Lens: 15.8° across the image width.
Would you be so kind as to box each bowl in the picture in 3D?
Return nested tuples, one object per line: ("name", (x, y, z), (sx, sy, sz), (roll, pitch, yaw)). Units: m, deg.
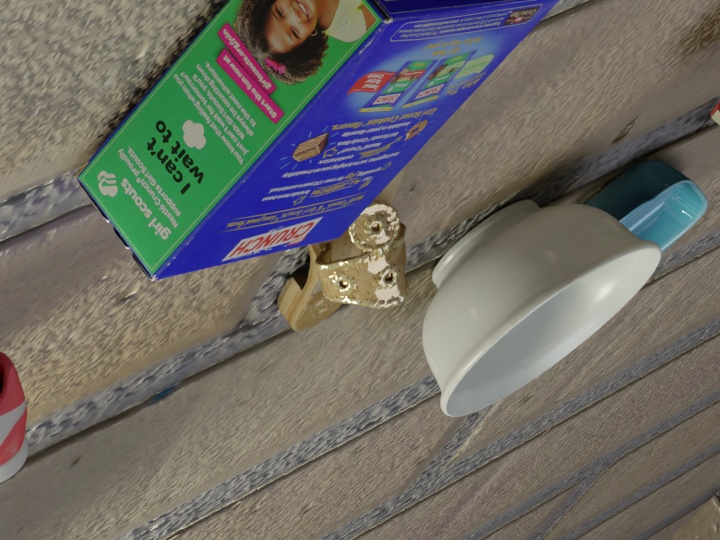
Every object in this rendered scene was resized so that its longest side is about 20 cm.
("bowl", (0.117, 0.012, 1.903), (0.201, 0.090, 0.201), (-33, 165, -10))

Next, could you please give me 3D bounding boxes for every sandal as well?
("sandal", (0.005, -0.003, 1.648), (0.078, 0.070, 0.212), (-30, 163, -26))

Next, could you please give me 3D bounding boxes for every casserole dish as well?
("casserole dish", (0.215, -0.039, 2.077), (0.121, 0.039, 0.200), (-39, 164, 7))

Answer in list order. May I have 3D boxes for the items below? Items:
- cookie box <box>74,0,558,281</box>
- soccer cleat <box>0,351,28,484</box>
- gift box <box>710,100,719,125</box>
("cookie box", (-0.021, -0.093, 1.313), (0.200, 0.075, 0.171), (-47, 163, 30))
("soccer cleat", (-0.267, 0.103, 1.391), (0.200, 0.068, 0.073), (-22, 136, -33))
("gift box", (0.363, -0.144, 1.801), (0.200, 0.187, 0.185), (-45, 175, -39))
